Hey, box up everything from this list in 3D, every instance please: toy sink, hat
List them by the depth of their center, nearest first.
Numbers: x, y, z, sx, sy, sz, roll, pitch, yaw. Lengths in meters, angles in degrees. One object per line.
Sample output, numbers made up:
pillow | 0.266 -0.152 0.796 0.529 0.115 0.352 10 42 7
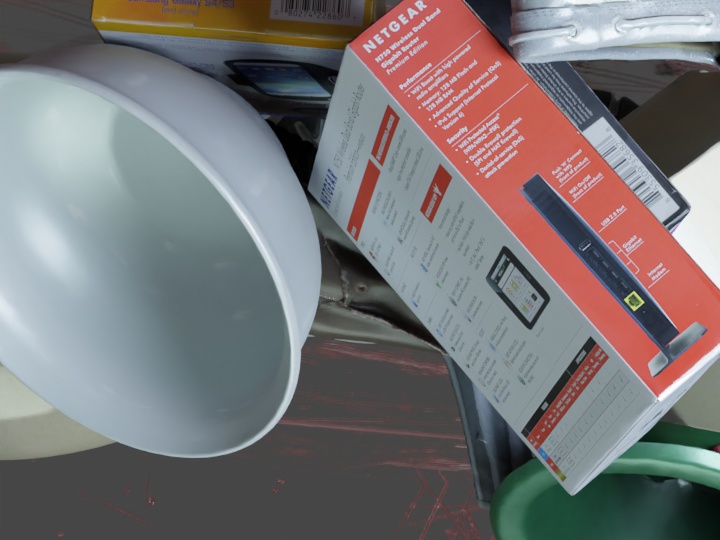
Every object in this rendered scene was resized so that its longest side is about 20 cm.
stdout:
toy sink | 0.162 -0.012 1.346 0.112 0.131 0.200 -36 -169 -15
hat | 0.167 0.071 1.476 0.165 0.177 0.200 -12 138 31

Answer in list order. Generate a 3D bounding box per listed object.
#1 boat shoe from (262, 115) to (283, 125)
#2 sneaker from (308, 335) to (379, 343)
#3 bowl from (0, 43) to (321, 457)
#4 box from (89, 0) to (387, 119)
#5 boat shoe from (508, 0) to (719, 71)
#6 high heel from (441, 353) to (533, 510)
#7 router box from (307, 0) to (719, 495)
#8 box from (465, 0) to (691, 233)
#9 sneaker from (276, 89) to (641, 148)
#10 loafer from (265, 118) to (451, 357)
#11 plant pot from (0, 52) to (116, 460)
boat shoe | -0.101 -0.053 1.578 0.070 0.067 0.200 13 169 -41
sneaker | -0.060 0.012 1.652 0.199 0.071 0.080 13 -146 9
bowl | -0.091 -0.024 1.293 0.200 0.090 0.202 20 135 22
box | -0.047 -0.102 1.323 0.118 0.042 0.200 5 174 3
boat shoe | 0.140 -0.094 1.164 0.201 0.065 0.074 12 169 -36
high heel | 0.108 0.017 1.497 0.071 0.143 0.200 1 -159 38
router box | 0.060 -0.008 1.201 0.049 0.180 0.200 -39 173 -13
box | 0.066 -0.043 1.270 0.036 0.143 0.200 -38 171 -12
sneaker | 0.052 -0.048 1.490 0.199 0.079 0.090 3 173 12
loafer | 0.000 0.000 1.384 0.200 0.071 0.073 32 -156 -3
plant pot | -0.111 -0.007 1.460 0.134 0.201 0.200 0 171 12
